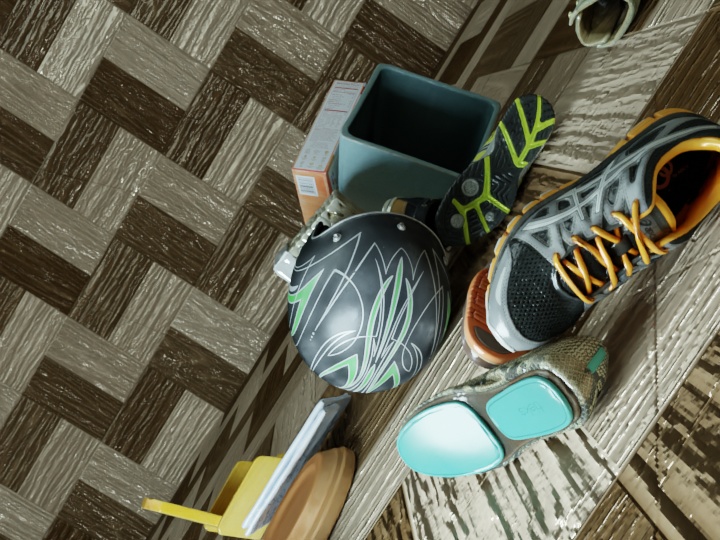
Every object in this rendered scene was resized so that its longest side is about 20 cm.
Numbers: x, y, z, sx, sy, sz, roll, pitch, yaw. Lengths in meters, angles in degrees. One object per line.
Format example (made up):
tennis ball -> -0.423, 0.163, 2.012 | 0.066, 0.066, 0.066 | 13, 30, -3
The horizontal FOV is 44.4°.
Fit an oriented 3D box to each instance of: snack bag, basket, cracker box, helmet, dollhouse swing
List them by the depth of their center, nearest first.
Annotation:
helmet -> 0.010, 0.034, 0.975 | 0.202, 0.198, 0.191 | -58, 16, -1
basket -> 0.000, 0.000, 1.150 | 0.124, 0.199, 0.136 | -52, 8, 6
snack bag -> -0.078, 0.250, 1.166 | 0.190, 0.021, 0.200 | -59, -10, 0
cracker box -> -0.036, -0.169, 1.327 | 0.135, 0.057, 0.202 | 79, -154, -48
dollhouse swing -> -0.223, 0.332, 1.388 | 0.184, 0.174, 0.200 | -61, 7, -20

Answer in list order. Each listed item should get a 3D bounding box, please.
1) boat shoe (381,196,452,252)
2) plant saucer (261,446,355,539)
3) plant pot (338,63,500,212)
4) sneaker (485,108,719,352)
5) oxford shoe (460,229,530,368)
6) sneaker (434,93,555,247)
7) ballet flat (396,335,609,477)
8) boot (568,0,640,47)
boat shoe -> 0.093, -0.056, 1.112 | 0.199, 0.061, 0.076 | 4, -87, -63
plant saucer -> -0.072, 0.295, 1.046 | 0.202, 0.037, 0.200 | -57, 7, 11
plant pot -> 0.073, -0.145, 1.301 | 0.202, 0.193, 0.198 | 104, -172, -46
sneaker -> 0.158, -0.026, 0.554 | 0.200, 0.078, 0.077 | -46, 18, 0
oxford shoe -> 0.115, 0.036, 0.713 | 0.074, 0.071, 0.200 | -60, -7, 29
sneaker -> 0.162, -0.110, 1.042 | 0.201, 0.075, 0.076 | -52, -7, 3
ballet flat -> 0.102, 0.094, 0.618 | 0.075, 0.068, 0.200 | -36, -2, -37
boot -> 0.287, -0.328, 1.040 | 0.156, 0.071, 0.200 | -63, 8, -15
